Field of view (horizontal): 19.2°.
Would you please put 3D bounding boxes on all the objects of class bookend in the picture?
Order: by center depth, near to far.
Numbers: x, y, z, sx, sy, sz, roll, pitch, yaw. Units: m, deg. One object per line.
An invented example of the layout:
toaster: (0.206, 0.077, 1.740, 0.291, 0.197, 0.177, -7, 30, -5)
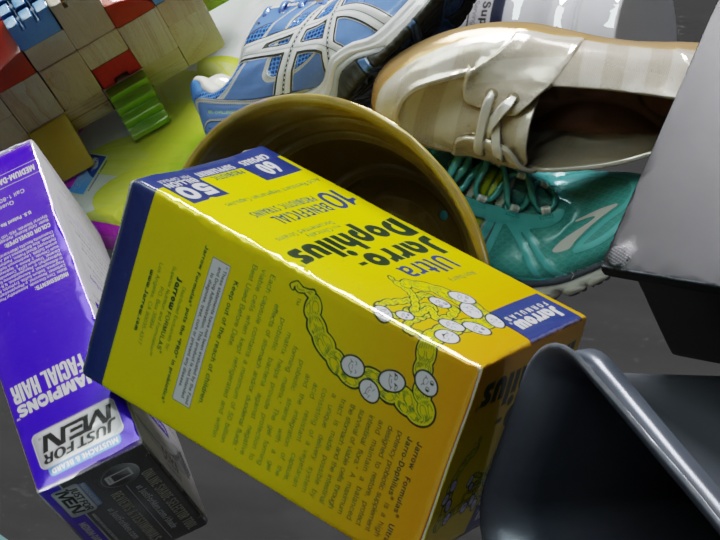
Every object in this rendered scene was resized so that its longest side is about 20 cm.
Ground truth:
bookend: (0.214, -0.020, 1.000, 0.092, 0.199, 0.200, 10, 60, 32)

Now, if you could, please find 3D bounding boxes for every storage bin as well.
storage bin: (0.161, 0.134, 0.922, 0.134, 0.146, 0.200, -2, 35, -29)

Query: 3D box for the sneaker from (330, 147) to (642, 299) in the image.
sneaker: (0.065, -0.034, 1.153, 0.199, 0.080, 0.078, 2, 50, 25)

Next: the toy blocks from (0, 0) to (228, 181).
toy blocks: (-0.167, -0.139, 1.196, 0.200, 0.137, 0.100, -30, 66, -2)

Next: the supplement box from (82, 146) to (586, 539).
supplement box: (-0.014, 0.036, 1.015, 0.200, 0.110, 0.109, 28, 25, 24)

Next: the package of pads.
package of pads: (-0.104, -0.085, 1.284, 0.154, 0.068, 0.200, 10, 55, 31)

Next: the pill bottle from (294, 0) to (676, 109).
pill bottle: (0.070, -0.129, 1.213, 0.199, 0.116, 0.116, 6, 52, 28)

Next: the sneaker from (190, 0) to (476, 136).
sneaker: (-0.017, -0.122, 1.153, 0.200, 0.076, 0.077, -39, 78, 24)

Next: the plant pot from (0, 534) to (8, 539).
plant pot: (-0.249, 0.181, 1.029, 0.187, 0.200, 0.200, 14, 55, 17)

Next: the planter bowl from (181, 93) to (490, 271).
planter bowl: (0.000, 0.000, 1.116, 0.200, 0.201, 0.083, 9, 18, 30)

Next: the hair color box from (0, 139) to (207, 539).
hair color box: (-0.153, 0.044, 1.126, 0.065, 0.109, 0.200, -27, 58, 1)

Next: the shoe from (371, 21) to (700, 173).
shoe: (0.106, -0.087, 1.104, 0.199, 0.070, 0.053, -2, 37, -3)
